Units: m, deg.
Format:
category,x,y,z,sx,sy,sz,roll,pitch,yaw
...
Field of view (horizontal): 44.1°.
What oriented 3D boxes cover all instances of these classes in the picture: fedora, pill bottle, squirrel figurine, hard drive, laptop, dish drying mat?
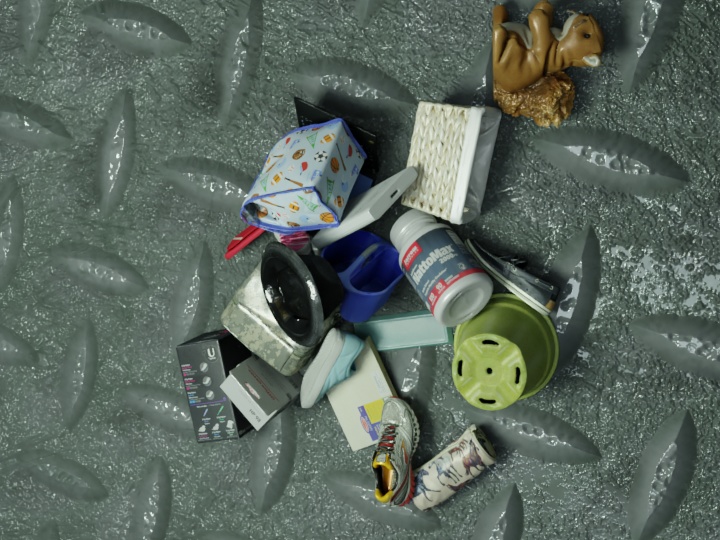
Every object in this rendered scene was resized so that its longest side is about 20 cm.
category,x,y,z,sx,sy,sz,roll,pitch,yaw
fedora,-0.091,0.030,1.521,0.200,0.090,0.204,37,137,44
pill bottle,0.137,-0.011,1.584,0.120,0.119,0.201,-49,54,20
squirrel figurine,0.316,-0.349,1.504,0.182,0.142,0.204,0,113,9
hard drive,0.005,-0.108,1.555,0.026,0.132,0.199,49,148,-11
laptop,-0.063,-0.197,1.661,0.175,0.201,0.104,26,70,13
dish drying mat,-0.188,-0.094,1.728,0.199,0.077,0.018,-36,107,29

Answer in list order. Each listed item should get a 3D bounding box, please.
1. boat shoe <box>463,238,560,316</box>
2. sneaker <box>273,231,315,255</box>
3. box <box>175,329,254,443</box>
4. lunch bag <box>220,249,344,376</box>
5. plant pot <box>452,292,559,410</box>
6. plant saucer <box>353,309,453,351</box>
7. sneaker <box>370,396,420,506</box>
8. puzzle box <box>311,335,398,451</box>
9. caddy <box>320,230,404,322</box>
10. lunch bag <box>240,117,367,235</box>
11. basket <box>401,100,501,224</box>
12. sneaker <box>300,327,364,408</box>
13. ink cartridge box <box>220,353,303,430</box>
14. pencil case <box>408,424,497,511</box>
category,x,y,z,sx,sy,sz,roll,pitch,yaw
boat shoe,0.272,0.000,1.592,0.199,0.074,0.063,38,98,15
sneaker,-0.121,-0.039,1.670,0.072,0.200,0.089,-12,113,-5
box,-0.282,0.230,1.800,0.104,0.122,0.205,-10,96,21
lunch bag,-0.143,0.077,1.715,0.199,0.139,0.169,39,115,11
plant pot,0.242,0.157,1.568,0.196,0.184,0.205,3,101,18
plant saucer,0.079,0.118,1.709,0.196,0.019,0.072,-8,96,20
sneaker,0.063,0.339,1.666,0.077,0.082,0.205,-8,77,33
puzzle box,0.002,0.243,1.743,0.131,0.025,0.203,-22,96,22
caddy,0.000,0.000,1.629,0.140,0.200,0.106,33,125,12
lunch bag,-0.108,-0.160,1.584,0.197,0.172,0.124,-5,138,33
basket,0.159,-0.198,1.569,0.121,0.135,0.204,16,104,20
sneaker,-0.052,0.199,1.700,0.080,0.075,0.201,17,129,-19
ink cartridge box,-0.193,0.229,1.726,0.116,0.200,0.067,47,111,6
pencil case,0.168,0.374,1.686,0.089,0.078,0.199,41,112,-18
